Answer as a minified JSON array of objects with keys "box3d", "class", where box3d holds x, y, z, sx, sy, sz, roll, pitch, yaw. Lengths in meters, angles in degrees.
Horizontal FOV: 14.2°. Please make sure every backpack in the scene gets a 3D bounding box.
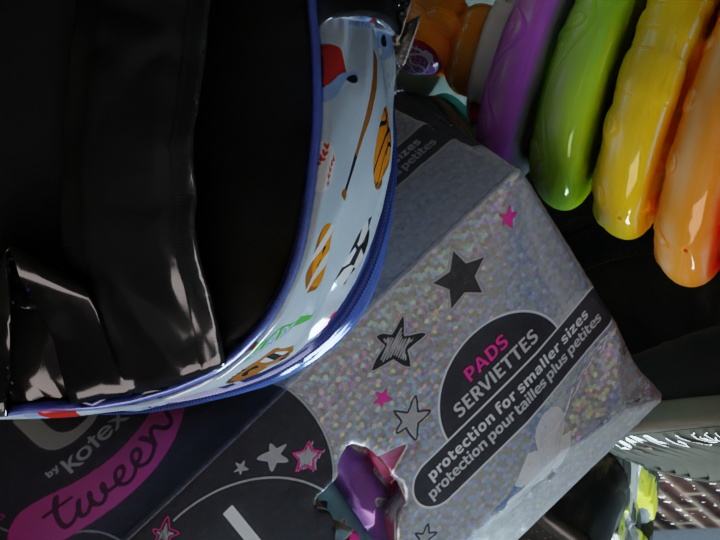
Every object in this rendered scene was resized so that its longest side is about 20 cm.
[{"box3d":[-0.074,-0.055,0.763,0.199,0.192,0.154,-3,172,22],"class":"backpack"}]

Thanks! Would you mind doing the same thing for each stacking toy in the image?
[{"box3d":[0.073,-0.056,0.870,0.199,0.110,0.116,18,156,11],"class":"stacking toy"}]

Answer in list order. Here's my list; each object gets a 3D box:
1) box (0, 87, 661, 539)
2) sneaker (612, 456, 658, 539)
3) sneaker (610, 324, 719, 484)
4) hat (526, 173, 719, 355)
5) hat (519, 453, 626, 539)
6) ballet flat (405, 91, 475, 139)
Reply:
[{"box3d":[-0.034,0.046,0.861,0.132,0.200,0.115,36,167,49],"class":"box"},{"box3d":[0.082,0.099,1.254,0.084,0.075,0.200,2,158,12],"class":"sneaker"},{"box3d":[0.166,0.006,0.950,0.199,0.107,0.075,-14,152,34],"class":"sneaker"},{"box3d":[0.117,0.025,1.051,0.199,0.081,0.201,6,158,3],"class":"hat"},{"box3d":[0.047,0.097,1.038,0.200,0.081,0.201,33,146,26],"class":"hat"},{"box3d":[0.000,0.000,1.036,0.068,0.068,0.200,-31,159,-18],"class":"ballet flat"}]
